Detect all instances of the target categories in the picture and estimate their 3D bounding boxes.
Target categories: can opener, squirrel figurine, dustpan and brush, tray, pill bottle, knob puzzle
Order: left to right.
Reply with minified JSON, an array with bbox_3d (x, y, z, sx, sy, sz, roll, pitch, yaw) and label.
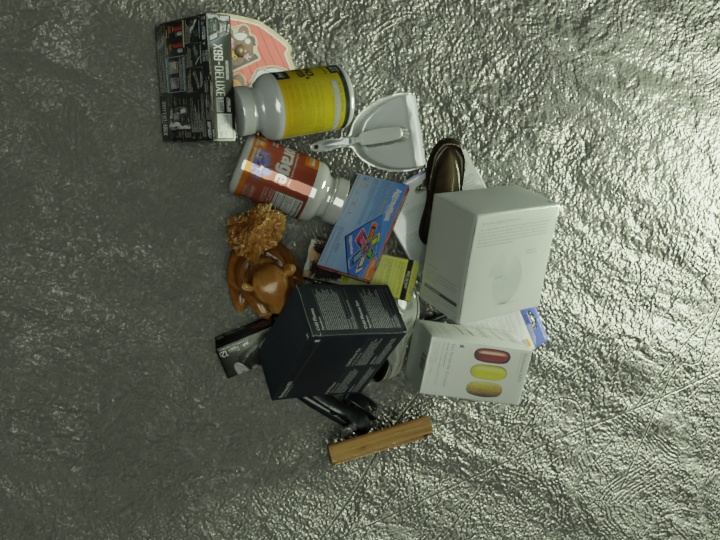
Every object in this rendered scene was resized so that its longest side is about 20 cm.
[{"bbox_3d":[-0.211,-0.356,1.348,0.218,0.030,0.222,-2,100,-9],"label":"knob puzzle"},{"bbox_3d":[-0.175,-0.013,1.332,0.140,0.187,0.202,-16,103,-7],"label":"squirrel figurine"},{"bbox_3d":[-0.125,-0.156,1.356,0.199,0.112,0.113,20,96,-13],"label":"pill bottle"},{"bbox_3d":[-0.118,-0.285,1.310,0.199,0.112,0.113,-14,102,-25],"label":"pill bottle"},{"bbox_3d":[-0.062,0.257,1.474,0.199,0.079,0.063,27,133,-10],"label":"can opener"},{"bbox_3d":[0.009,-0.239,1.390,0.198,0.057,0.141,-8,97,11],"label":"dustpan and brush"},{"bbox_3d":[0.036,0.328,1.474,0.198,0.099,0.037,-16,73,-8],"label":"tray"}]

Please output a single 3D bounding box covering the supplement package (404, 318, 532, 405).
[{"bbox_3d":[0.199,0.170,1.429,0.198,0.110,0.115,8,102,-13],"label":"supplement package"}]

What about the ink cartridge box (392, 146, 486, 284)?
[{"bbox_3d":[0.156,-0.100,1.452,0.199,0.041,0.201,-29,102,-5],"label":"ink cartridge box"}]

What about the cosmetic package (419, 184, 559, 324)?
[{"bbox_3d":[0.226,-0.035,1.358,0.198,0.123,0.201,-9,119,-33],"label":"cosmetic package"}]

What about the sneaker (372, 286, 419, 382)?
[{"bbox_3d":[0.060,0.115,1.426,0.075,0.115,0.202,13,98,12],"label":"sneaker"}]

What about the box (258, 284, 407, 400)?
[{"bbox_3d":[-0.052,0.122,1.311,0.181,0.105,0.200,0,141,-32],"label":"box"}]

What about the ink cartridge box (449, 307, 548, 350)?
[{"bbox_3d":[0.260,0.130,1.510,0.199,0.042,0.120,-27,105,-2],"label":"ink cartridge box"}]

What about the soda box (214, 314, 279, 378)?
[{"bbox_3d":[-0.166,0.124,1.417,0.199,0.071,0.064,-22,108,-6],"label":"soda box"}]

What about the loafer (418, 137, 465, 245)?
[{"bbox_3d":[0.156,-0.139,1.389,0.072,0.071,0.202,5,97,-11],"label":"loafer"}]

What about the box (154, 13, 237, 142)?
[{"bbox_3d":[-0.277,-0.315,1.281,0.050,0.157,0.202,-12,104,-45],"label":"box"}]

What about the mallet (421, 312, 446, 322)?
[{"bbox_3d":[0.181,0.074,1.493,0.199,0.066,0.041,-20,109,9],"label":"mallet"}]

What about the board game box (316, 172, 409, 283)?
[{"bbox_3d":[0.006,-0.079,1.369,0.102,0.019,0.201,16,67,19],"label":"board game box"}]

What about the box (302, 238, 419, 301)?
[{"bbox_3d":[0.000,0.000,1.379,0.198,0.050,0.076,11,85,15],"label":"box"}]

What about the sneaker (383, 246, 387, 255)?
[{"bbox_3d":[-0.001,0.026,1.430,0.079,0.071,0.202,12,93,-8],"label":"sneaker"}]
